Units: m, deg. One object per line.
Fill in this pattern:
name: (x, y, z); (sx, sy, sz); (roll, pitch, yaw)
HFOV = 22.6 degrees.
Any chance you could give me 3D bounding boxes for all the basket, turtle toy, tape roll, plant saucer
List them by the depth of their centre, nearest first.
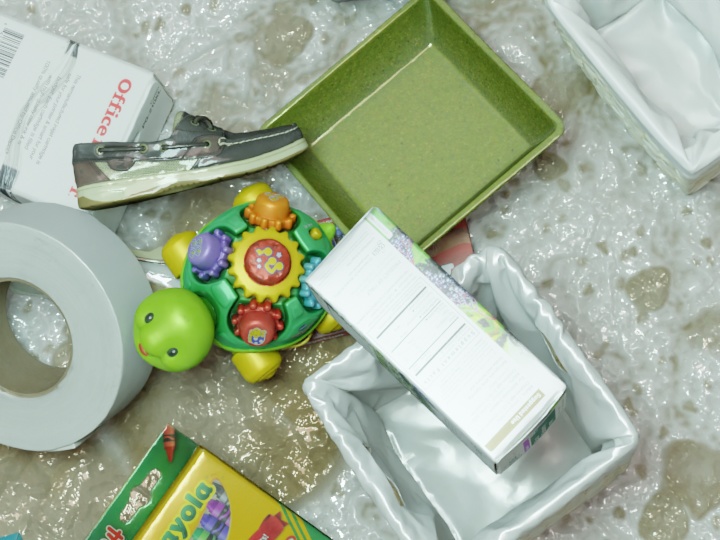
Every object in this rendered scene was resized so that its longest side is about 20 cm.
basket: (0.094, 0.123, 1.444); (0.200, 0.161, 0.199); (-36, 75, 0)
turtle toy: (-0.100, 0.016, 1.485); (0.200, 0.101, 0.146); (-35, 85, -15)
basket: (0.265, -0.176, 1.506); (0.135, 0.123, 0.200); (-36, 74, -1)
tape roll: (-0.272, 0.048, 1.514); (0.201, 0.071, 0.204); (6, 108, 19)
plant saucer: (0.047, -0.111, 1.546); (0.200, 0.048, 0.200); (-40, 61, -1)

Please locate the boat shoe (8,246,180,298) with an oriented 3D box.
boat shoe: (-0.213, 0.018, 1.557); (0.199, 0.075, 0.069); (1, 72, 8)

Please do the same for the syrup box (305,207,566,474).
syrup box: (0.058, 0.054, 1.342); (0.200, 0.079, 0.081); (42, 85, 14)

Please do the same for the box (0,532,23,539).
box: (-0.279, 0.321, 1.466); (0.082, 0.049, 0.201); (-19, 105, 2)

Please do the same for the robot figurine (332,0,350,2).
robot figurine: (0.026, -0.299, 1.573); (0.199, 0.113, 0.170); (-7, 42, 8)

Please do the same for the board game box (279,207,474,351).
board game box: (0.000, 0.000, 1.559); (0.199, 0.019, 0.104); (-15, 77, 5)

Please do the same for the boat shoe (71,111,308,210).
boat shoe: (-0.145, -0.101, 1.510); (0.200, 0.072, 0.066); (-15, 94, -6)

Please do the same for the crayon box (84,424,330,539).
crayon box: (-0.112, 0.234, 1.467); (0.200, 0.051, 0.127); (36, 84, -6)

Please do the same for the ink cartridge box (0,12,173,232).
ink cartridge box: (-0.286, -0.133, 1.596); (0.199, 0.084, 0.146); (22, 82, 13)
